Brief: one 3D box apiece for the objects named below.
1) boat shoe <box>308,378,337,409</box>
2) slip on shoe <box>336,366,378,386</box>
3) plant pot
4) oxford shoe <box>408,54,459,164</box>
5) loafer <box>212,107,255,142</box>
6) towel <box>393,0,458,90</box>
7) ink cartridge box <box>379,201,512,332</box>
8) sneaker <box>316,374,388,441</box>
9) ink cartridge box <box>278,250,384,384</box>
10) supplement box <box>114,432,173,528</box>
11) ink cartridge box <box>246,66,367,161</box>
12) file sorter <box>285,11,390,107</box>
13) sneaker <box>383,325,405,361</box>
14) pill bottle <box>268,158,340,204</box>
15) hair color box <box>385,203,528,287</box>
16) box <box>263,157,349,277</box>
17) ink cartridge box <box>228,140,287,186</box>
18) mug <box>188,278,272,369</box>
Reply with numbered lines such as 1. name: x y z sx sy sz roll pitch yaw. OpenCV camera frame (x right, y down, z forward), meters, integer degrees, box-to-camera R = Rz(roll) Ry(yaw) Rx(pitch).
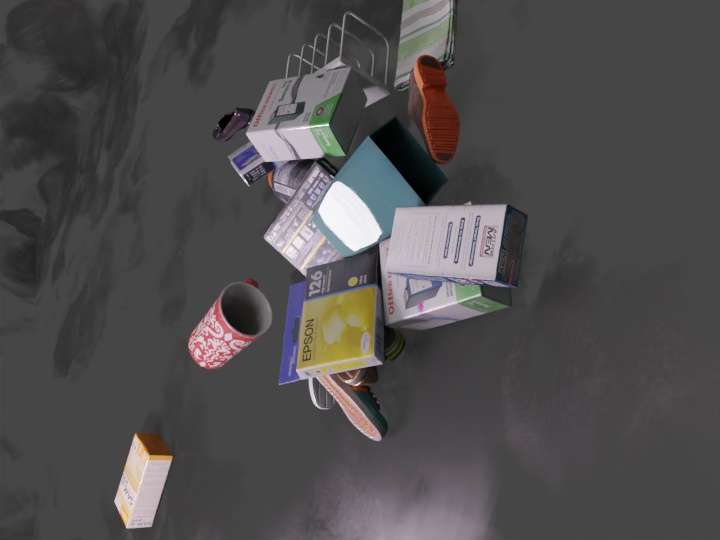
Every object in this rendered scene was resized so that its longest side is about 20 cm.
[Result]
1. boat shoe: -0.063 0.160 1.157 0.067 0.072 0.206 143 135 -67
2. slip on shoe: -0.035 0.126 1.052 0.199 0.060 0.077 41 102 46
3. plant pot: 0.019 -0.127 1.036 0.142 0.141 0.199 48 123 -4
4. oxford shoe: 0.124 -0.271 1.071 0.073 0.069 0.206 138 130 -61
5. loafer: -0.361 -0.408 1.672 0.197 0.062 0.074 -8 72 48
6. towel: 0.121 -0.457 1.149 0.147 0.030 0.206 -8 72 47
7. ink cartridge box: 0.127 0.002 0.956 0.198 0.086 0.150 -22 63 44
8. sneaker: -0.008 0.200 1.065 0.200 0.079 0.072 47 150 23
9. ink cartridge box: -0.053 0.076 1.018 0.195 0.047 0.202 -13 53 21
10. supplement box: -0.579 0.556 1.619 0.125 0.072 0.205 23 96 50
11. ink cartridge box: -0.103 -0.295 1.164 0.195 0.084 0.149 1 58 30
12. file sorter: -0.050 -0.411 1.254 0.197 0.137 0.128 -14 65 46
13. sneaker: 0.001 0.074 1.073 0.074 0.081 0.199 -45 45 -9
14. pill bottle: -0.122 -0.185 1.291 0.198 0.105 0.109 26 98 50
15. hair color box: 0.130 -0.036 0.855 0.197 0.060 0.103 5 82 47
16. box: -0.074 -0.087 1.175 0.160 0.049 0.201 41 117 2
17. ink cartridge box: -0.188 -0.269 1.323 0.196 0.044 0.200 -35 28 -5
18. mug: -0.295 0.128 1.411 0.134 0.177 0.199 51 129 2
